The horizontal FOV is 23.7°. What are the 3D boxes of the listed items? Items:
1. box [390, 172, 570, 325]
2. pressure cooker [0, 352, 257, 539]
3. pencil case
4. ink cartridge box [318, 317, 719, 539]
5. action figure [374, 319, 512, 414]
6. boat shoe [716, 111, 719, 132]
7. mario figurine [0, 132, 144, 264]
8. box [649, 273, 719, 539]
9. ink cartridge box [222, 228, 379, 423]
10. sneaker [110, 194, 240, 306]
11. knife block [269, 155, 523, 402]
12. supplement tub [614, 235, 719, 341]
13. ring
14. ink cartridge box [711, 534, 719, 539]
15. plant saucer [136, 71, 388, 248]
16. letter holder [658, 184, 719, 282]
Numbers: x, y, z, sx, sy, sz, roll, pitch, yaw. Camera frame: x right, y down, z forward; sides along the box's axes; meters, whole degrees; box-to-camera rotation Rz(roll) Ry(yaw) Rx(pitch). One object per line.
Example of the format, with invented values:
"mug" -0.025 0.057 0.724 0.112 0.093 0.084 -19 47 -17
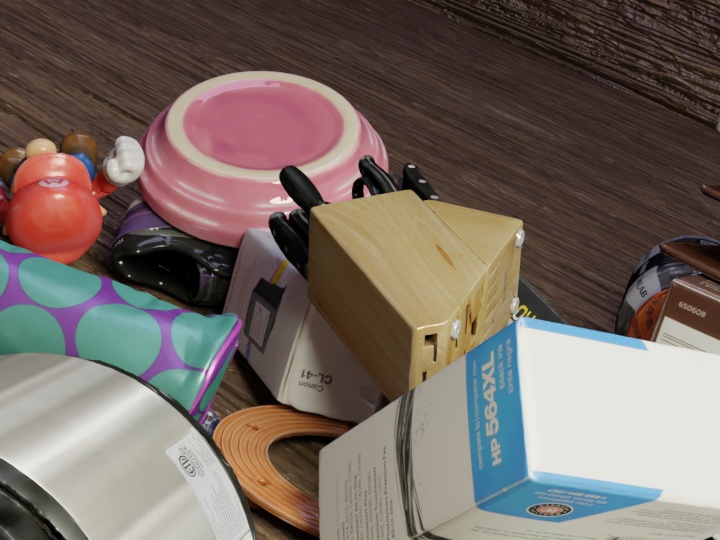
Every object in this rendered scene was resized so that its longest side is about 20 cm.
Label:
"box" 0.100 0.016 1.323 0.200 0.049 0.161 43 2 -20
"pressure cooker" -0.140 0.125 0.593 0.175 0.179 0.200 23 15 9
"pencil case" -0.175 0.037 1.052 0.199 0.085 0.092 20 31 7
"ink cartridge box" 0.086 0.107 0.880 0.146 0.085 0.200 11 -28 -29
"action figure" 0.090 0.086 1.064 0.199 0.130 0.069 25 -26 8
"boat shoe" 0.321 -0.112 1.172 0.199 0.062 0.072 -2 22 -38
"mario figurine" -0.241 -0.079 1.330 0.106 0.124 0.200 40 3 -18
"box" 0.298 0.102 1.205 0.164 0.167 0.200 25 17 28
"ink cartridge box" -0.003 0.042 1.199 0.147 0.086 0.200 14 7 -19
"sneaker" -0.094 0.007 1.317 0.199 0.076 0.088 13 28 0
"knife block" 0.000 0.000 1.024 0.175 0.064 0.200 12 31 19
"supplement tub" 0.284 0.044 1.481 0.122 0.123 0.200 20 14 9
"ring" 0.004 0.133 1.042 0.200 0.019 0.200 16 16 -5
"ink cartridge box" 0.241 0.152 0.998 0.200 0.043 0.196 44 9 21
"plant saucer" -0.076 -0.096 1.341 0.200 0.051 0.201 3 40 -2
"letter holder" 0.322 -0.023 1.162 0.142 0.101 0.200 -1 22 -44
